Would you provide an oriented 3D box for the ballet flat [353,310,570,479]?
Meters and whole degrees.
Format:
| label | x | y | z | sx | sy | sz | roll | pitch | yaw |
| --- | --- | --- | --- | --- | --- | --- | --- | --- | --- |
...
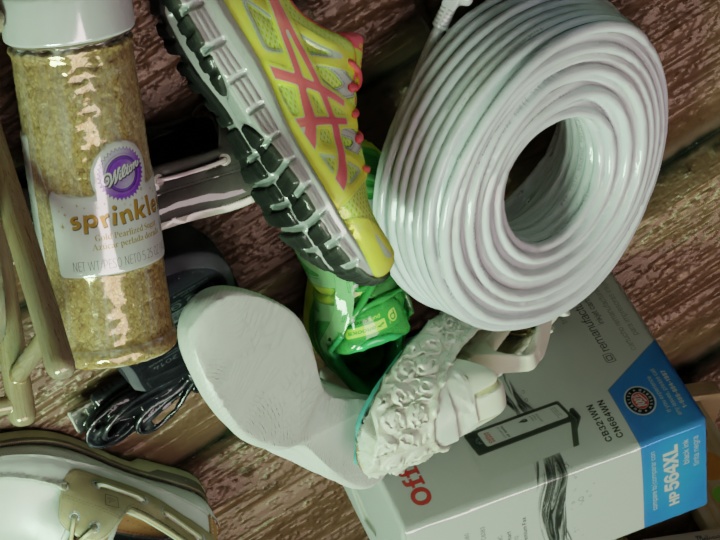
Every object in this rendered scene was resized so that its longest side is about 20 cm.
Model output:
| label | x | y | z | sx | sy | sz | roll | pitch | yaw |
| --- | --- | --- | --- | --- | --- | --- | --- | --- | --- |
| ballet flat | 0.066 | 0.052 | 1.713 | 0.200 | 0.072 | 0.072 | -50 | 156 | -43 |

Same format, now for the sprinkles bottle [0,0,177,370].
| label | x | y | z | sx | sy | sz | roll | pitch | yaw |
| --- | --- | --- | --- | --- | --- | --- | --- | --- | --- |
| sprinkles bottle | -0.140 | -0.052 | 1.511 | 0.068 | 0.068 | 0.200 | -13 | 107 | -18 |

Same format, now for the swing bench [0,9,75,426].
| label | x | y | z | sx | sy | sz | roll | pitch | yaw |
| --- | --- | --- | --- | --- | --- | --- | --- | --- | --- |
| swing bench | -0.268 | -0.013 | 1.472 | 0.199 | 0.200 | 0.130 | -9 | 168 | -20 |

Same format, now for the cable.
| label | x | y | z | sx | sy | sz | roll | pitch | yaw |
| --- | --- | --- | --- | --- | --- | --- | --- | --- | --- |
| cable | 0.095 | -0.063 | 1.651 | 0.200 | 0.069 | 0.200 | 18 | 100 | -50 |

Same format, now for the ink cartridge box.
| label | x | y | z | sx | sy | sz | roll | pitch | yaw |
| --- | --- | --- | --- | --- | --- | --- | --- | --- | --- |
| ink cartridge box | 0.092 | 0.102 | 1.788 | 0.200 | 0.146 | 0.084 | -19 | 138 | -12 |

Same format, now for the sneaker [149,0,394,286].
| label | x | y | z | sx | sy | sz | roll | pitch | yaw |
| --- | --- | --- | --- | --- | --- | --- | --- | --- | --- |
| sneaker | -0.026 | -0.087 | 1.541 | 0.090 | 0.078 | 0.200 | -32 | 99 | -19 |

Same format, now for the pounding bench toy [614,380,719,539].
| label | x | y | z | sx | sy | sz | roll | pitch | yaw |
| --- | --- | --- | --- | --- | --- | --- | --- | --- | --- |
| pounding bench toy | 0.153 | 0.167 | 1.877 | 0.200 | 0.156 | 0.124 | -6 | 134 | -24 |

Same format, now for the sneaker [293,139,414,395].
| label | x | y | z | sx | sy | sz | roll | pitch | yaw |
| --- | --- | --- | --- | --- | --- | --- | --- | --- | --- |
| sneaker | 0.000 | 0.000 | 1.683 | 0.074 | 0.084 | 0.200 | -25 | 141 | -9 |

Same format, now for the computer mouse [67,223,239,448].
| label | x | y | z | sx | sy | sz | roll | pitch | yaw |
| --- | --- | --- | --- | --- | --- | --- | --- | --- | --- |
| computer mouse | -0.117 | 0.024 | 1.661 | 0.138 | 0.053 | 0.200 | -28 | 158 | -7 |

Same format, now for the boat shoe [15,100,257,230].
| label | x | y | z | sx | sy | sz | roll | pitch | yaw |
| --- | --- | --- | --- | --- | --- | --- | --- | --- | --- |
| boat shoe | -0.102 | -0.059 | 1.586 | 0.200 | 0.067 | 0.057 | -24 | 118 | -10 |

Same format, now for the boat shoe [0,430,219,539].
| label | x | y | z | sx | sy | sz | roll | pitch | yaw |
| --- | --- | --- | --- | --- | --- | --- | --- | --- | --- |
| boat shoe | -0.168 | 0.148 | 1.747 | 0.200 | 0.068 | 0.075 | 9 | 125 | -34 |

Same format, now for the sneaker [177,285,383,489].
| label | x | y | z | sx | sy | sz | roll | pitch | yaw |
| --- | --- | --- | --- | --- | --- | --- | --- | --- | --- |
| sneaker | -0.062 | 0.066 | 1.670 | 0.200 | 0.088 | 0.075 | 44 | 68 | -49 |
